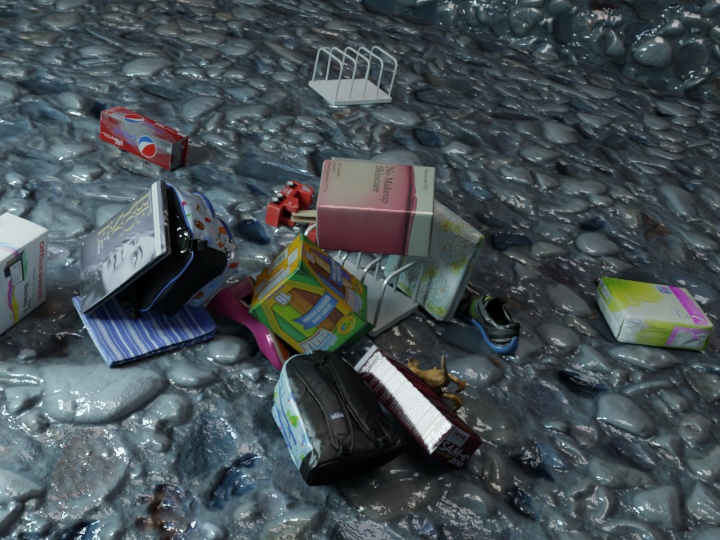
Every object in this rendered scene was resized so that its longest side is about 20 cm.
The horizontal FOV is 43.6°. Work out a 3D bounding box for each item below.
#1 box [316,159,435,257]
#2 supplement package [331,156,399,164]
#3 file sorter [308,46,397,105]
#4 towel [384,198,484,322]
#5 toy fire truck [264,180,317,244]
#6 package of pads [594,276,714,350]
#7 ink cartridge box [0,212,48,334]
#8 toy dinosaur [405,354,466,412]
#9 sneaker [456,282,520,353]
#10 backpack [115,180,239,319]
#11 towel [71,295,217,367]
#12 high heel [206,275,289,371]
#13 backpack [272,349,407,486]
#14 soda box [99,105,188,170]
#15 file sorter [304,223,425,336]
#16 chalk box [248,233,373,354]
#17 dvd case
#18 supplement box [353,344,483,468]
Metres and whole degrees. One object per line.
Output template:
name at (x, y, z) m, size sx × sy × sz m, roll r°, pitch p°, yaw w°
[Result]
box at (0.028, -0.109, 1.573) m, size 0.200 × 0.109 × 0.128 m, roll 4°, pitch 48°, yaw 3°
supplement package at (0.025, -0.160, 1.895) m, size 0.156 × 0.111 × 0.200 m, roll 3°, pitch 17°, yaw -15°
file sorter at (-0.018, -0.553, 2.531) m, size 0.200 × 0.125 × 0.139 m, roll -11°, pitch 39°, yaw -33°
towel at (0.136, -0.024, 1.686) m, size 0.048 × 0.200 × 0.171 m, roll -14°, pitch 42°, yaw -45°
toy fire truck at (-0.120, -0.116, 1.872) m, size 0.141 × 0.049 × 0.200 m, roll 19°, pitch 31°, yaw 8°
package of pads at (0.587, 0.088, 1.808) m, size 0.200 × 0.068 × 0.155 m, roll 7°, pitch 31°, yaw -10°
ink cartridge box at (-0.574, 0.021, 1.387) m, size 0.084 × 0.145 × 0.200 m, roll 21°, pitch 32°, yaw 10°
toy dinosaur at (0.125, 0.180, 1.454) m, size 0.106 × 0.060 × 0.200 m, roll 30°, pitch -11°, yaw -15°
sneaker at (0.236, 0.071, 1.684) m, size 0.071 × 0.083 × 0.200 m, roll -7°, pitch 37°, yaw -30°
backpack at (-0.299, -0.042, 1.467) m, size 0.154 × 0.200 × 0.191 m, roll 16°, pitch 43°, yaw -53°
towel at (-0.349, 0.074, 1.474) m, size 0.200 × 0.024 × 0.145 m, roll -16°, pitch 58°, yaw -39°
high heel at (-0.188, 0.106, 1.517) m, size 0.096 × 0.067 × 0.200 m, roll -33°, pitch 53°, yaw 7°
backpack at (-0.051, 0.210, 1.318) m, size 0.163 × 0.154 × 0.200 m, roll -10°, pitch 61°, yaw -30°
soda box at (-0.480, -0.295, 1.994) m, size 0.200 × 0.070 × 0.063 m, roll 26°, pitch 34°, yaw 17°
file sorter at (0.000, 0.000, 1.652) m, size 0.200 × 0.125 × 0.139 m, roll 32°, pitch 37°, yaw 26°
chalk box at (-0.068, 0.062, 1.506) m, size 0.200 × 0.125 × 0.124 m, roll 40°, pitch 23°, yaw -20°
dvd case at (-0.375, -0.037, 1.420) m, size 0.016 × 0.200 × 0.149 m, roll 32°, pitch 35°, yaw -44°
supplement box at (0.086, 0.208, 1.385) m, size 0.200 × 0.061 × 0.109 m, roll 42°, pitch 4°, yaw 38°
